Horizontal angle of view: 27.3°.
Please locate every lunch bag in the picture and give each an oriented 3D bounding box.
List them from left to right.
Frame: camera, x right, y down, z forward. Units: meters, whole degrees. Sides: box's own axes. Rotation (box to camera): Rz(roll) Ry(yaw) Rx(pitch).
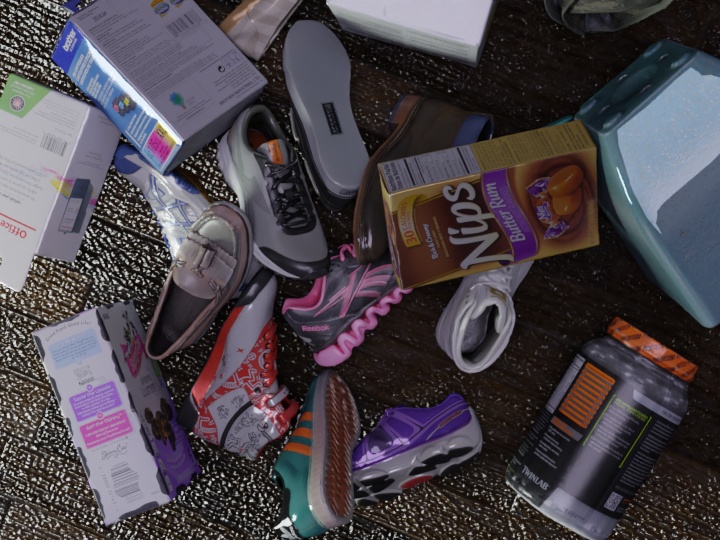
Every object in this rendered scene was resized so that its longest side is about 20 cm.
[{"bbox_3d":[0.232,-0.322,1.418,0.117,0.200,0.165,-1,88,0],"label":"lunch bag"}]

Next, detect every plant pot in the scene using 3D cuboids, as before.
[{"bbox_3d":[0.315,-0.104,1.393,0.196,0.196,0.200,-40,106,4],"label":"plant pot"}]

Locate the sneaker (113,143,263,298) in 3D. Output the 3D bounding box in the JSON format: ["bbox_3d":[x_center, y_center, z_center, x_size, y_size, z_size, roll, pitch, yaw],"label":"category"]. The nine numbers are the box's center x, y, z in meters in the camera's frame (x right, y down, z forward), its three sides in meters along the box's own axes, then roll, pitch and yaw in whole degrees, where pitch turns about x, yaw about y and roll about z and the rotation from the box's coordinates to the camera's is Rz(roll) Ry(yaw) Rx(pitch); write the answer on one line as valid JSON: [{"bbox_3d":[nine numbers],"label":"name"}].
[{"bbox_3d":[-0.183,-0.049,1.520,0.200,0.075,0.088,36,100,6],"label":"sneaker"}]

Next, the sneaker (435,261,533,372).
[{"bbox_3d":[0.140,0.007,1.467,0.073,0.116,0.201,20,99,-9],"label":"sneaker"}]

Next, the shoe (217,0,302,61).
[{"bbox_3d":[-0.060,-0.298,1.506,0.053,0.070,0.200,46,102,1],"label":"shoe"}]

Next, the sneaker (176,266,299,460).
[{"bbox_3d":[-0.100,0.099,1.508,0.108,0.067,0.202,29,111,2],"label":"sneaker"}]

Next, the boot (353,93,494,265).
[{"bbox_3d":[0.061,-0.089,1.456,0.096,0.075,0.201,9,62,22],"label":"boot"}]

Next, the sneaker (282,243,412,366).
[{"bbox_3d":[0.000,0.000,1.496,0.095,0.079,0.200,42,93,-14],"label":"sneaker"}]

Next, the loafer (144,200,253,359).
[{"bbox_3d":[-0.164,0.018,1.473,0.072,0.063,0.200,35,132,5],"label":"loafer"}]

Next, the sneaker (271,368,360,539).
[{"bbox_3d":[-0.051,0.181,1.474,0.080,0.201,0.071,-25,123,23],"label":"sneaker"}]

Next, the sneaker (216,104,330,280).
[{"bbox_3d":[-0.085,-0.077,1.468,0.074,0.079,0.201,-12,62,-30],"label":"sneaker"}]

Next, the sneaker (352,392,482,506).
[{"bbox_3d":[0.029,0.184,1.523,0.199,0.081,0.084,-21,59,10],"label":"sneaker"}]

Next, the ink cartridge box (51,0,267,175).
[{"bbox_3d":[-0.211,-0.214,1.481,0.200,0.076,0.136,48,51,1],"label":"ink cartridge box"}]

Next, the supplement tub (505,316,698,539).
[{"bbox_3d":[0.242,0.155,1.470,0.122,0.123,0.201,32,94,3],"label":"supplement tub"}]

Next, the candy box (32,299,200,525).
[{"bbox_3d":[-0.241,0.136,1.482,0.071,0.168,0.201,-21,91,4],"label":"candy box"}]

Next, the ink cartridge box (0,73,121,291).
[{"bbox_3d":[-0.333,-0.085,1.515,0.117,0.067,0.201,23,94,27],"label":"ink cartridge box"}]

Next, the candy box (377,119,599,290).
[{"bbox_3d":[0.122,-0.061,1.391,0.199,0.057,0.117,-12,129,-3],"label":"candy box"}]

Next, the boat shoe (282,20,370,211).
[{"bbox_3d":[-0.043,-0.157,1.504,0.070,0.064,0.201,-3,67,-23],"label":"boat shoe"}]

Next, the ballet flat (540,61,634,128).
[{"bbox_3d":[0.227,-0.138,1.489,0.199,0.073,0.073,-33,89,2],"label":"ballet flat"}]

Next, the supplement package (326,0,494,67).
[{"bbox_3d":[0.064,-0.296,1.428,0.150,0.200,0.153,16,93,3],"label":"supplement package"}]
